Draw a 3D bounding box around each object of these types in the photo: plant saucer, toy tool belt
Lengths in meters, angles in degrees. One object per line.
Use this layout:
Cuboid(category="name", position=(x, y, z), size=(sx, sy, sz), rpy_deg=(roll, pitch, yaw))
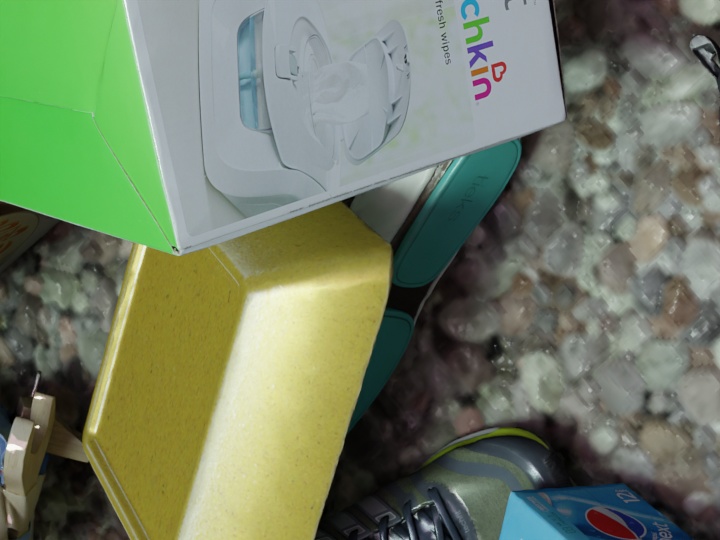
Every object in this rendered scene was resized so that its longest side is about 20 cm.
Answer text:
Cuboid(category="plant saucer", position=(-0.069, 0.047, 0.769), size=(0.200, 0.048, 0.202), rpy_deg=(45, 122, 59))
Cuboid(category="toy tool belt", position=(-0.193, 0.096, 0.841), size=(0.200, 0.124, 0.124), rpy_deg=(-164, 83, -70))

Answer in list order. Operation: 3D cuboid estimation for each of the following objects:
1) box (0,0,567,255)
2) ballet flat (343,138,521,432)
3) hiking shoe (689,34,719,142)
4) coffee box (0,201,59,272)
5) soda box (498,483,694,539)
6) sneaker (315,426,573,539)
Cuboid(category="box", position=(-0.050, -0.085, 0.687), size=(0.199, 0.175, 0.098), rpy_deg=(16, 121, 56))
Cuboid(category="ballet flat", position=(0.000, 0.000, 0.790), size=(0.069, 0.069, 0.201), rpy_deg=(38, 108, 18))
Cuboid(category="hiking shoe", position=(0.219, -0.081, 0.652), size=(0.199, 0.076, 0.101), rpy_deg=(-19, 91, 29))
Cuboid(category="coffee box", position=(-0.211, -0.041, 0.857), size=(0.200, 0.114, 0.080), rpy_deg=(-38, 79, 26))
Cuboid(category="soda box", position=(0.084, 0.196, 0.744), size=(0.068, 0.064, 0.202), rpy_deg=(38, 121, 54))
Cuboid(category="sneaker", position=(0.009, 0.135, 0.786), size=(0.199, 0.081, 0.074), rpy_deg=(-33, 82, 26))
